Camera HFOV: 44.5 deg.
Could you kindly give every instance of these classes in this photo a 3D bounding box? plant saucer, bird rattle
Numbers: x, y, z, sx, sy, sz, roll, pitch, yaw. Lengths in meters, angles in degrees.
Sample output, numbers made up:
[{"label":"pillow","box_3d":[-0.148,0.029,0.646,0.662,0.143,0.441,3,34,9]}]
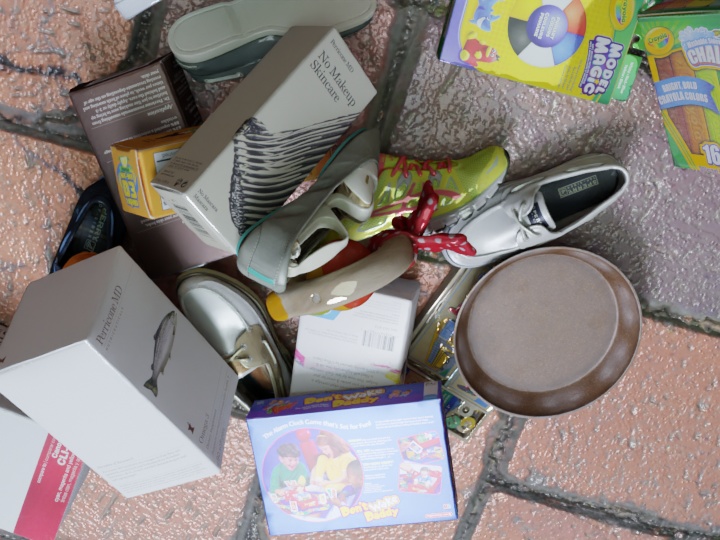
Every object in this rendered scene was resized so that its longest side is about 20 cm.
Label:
[{"label":"plant saucer","box_3d":[0.194,0.062,0.928,0.198,0.035,0.202,-1,115,-2]},{"label":"bird rattle","box_3d":[0.000,0.000,0.800,0.198,0.163,0.114,-7,109,25]}]

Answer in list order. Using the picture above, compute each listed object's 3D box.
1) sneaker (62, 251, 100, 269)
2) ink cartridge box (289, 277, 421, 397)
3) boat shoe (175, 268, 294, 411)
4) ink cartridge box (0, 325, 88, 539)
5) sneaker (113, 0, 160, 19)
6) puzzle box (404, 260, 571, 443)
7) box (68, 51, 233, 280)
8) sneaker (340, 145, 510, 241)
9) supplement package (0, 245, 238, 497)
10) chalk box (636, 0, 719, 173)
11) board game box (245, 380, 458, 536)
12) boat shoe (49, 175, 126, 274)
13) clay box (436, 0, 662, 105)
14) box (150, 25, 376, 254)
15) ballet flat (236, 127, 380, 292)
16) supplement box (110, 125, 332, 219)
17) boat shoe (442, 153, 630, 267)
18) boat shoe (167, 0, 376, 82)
[{"label":"sneaker","box_3d":[-0.243,0.065,0.898,0.092,0.076,0.200,-39,134,0]},{"label":"ink cartridge box","box_3d":[-0.010,0.104,0.940,0.114,0.068,0.202,12,107,9]},{"label":"boat shoe","box_3d":[-0.124,0.082,0.917,0.074,0.069,0.201,-22,128,19]},{"label":"ink cartridge box","box_3d":[-0.382,0.165,0.944,0.198,0.146,0.146,23,110,-9]},{"label":"sneaker","box_3d":[-0.152,-0.303,0.794,0.198,0.073,0.071,-26,113,11]},{"label":"puzzle box","box_3d":[0.120,0.082,0.970,0.132,0.025,0.201,31,109,-10]},{"label":"box","box_3d":[-0.196,-0.103,0.876,0.099,0.075,0.202,-16,109,6]},{"label":"sneaker","box_3d":[0.052,-0.083,0.878,0.198,0.078,0.091,-25,107,11]},{"label":"supplement package","box_3d":[-0.219,0.099,0.814,0.116,0.118,0.201,-18,130,21]},{"label":"chalk box","box_3d":[0.342,-0.201,0.784,0.123,0.124,0.202,-28,111,-13]},{"label":"board game box","box_3d":[-0.006,0.193,0.902,0.197,0.045,0.136,-7,106,8]},{"label":"boat shoe","box_3d":[-0.297,-0.002,0.917,0.083,0.069,0.202,14,111,-5]},{"label":"clay box","box_3d":[0.182,-0.232,0.832,0.198,0.048,0.116,13,111,-4]},{"label":"box","box_3d":[-0.081,-0.116,0.763,0.201,0.068,0.082,-52,127,-16]},{"label":"ballet flat","box_3d":[-0.025,-0.050,0.759,0.063,0.200,0.068,32,144,18]},{"label":"supplement box","box_3d":[-0.124,-0.103,0.819,0.198,0.066,0.070,-15,109,-33]},{"label":"boat shoe","box_3d":[0.174,-0.057,0.879,0.198,0.066,0.073,-21,99,2]},{"label":"boat shoe","box_3d":[-0.081,-0.227,0.842,0.198,0.074,0.062,-14,154,-1]}]
